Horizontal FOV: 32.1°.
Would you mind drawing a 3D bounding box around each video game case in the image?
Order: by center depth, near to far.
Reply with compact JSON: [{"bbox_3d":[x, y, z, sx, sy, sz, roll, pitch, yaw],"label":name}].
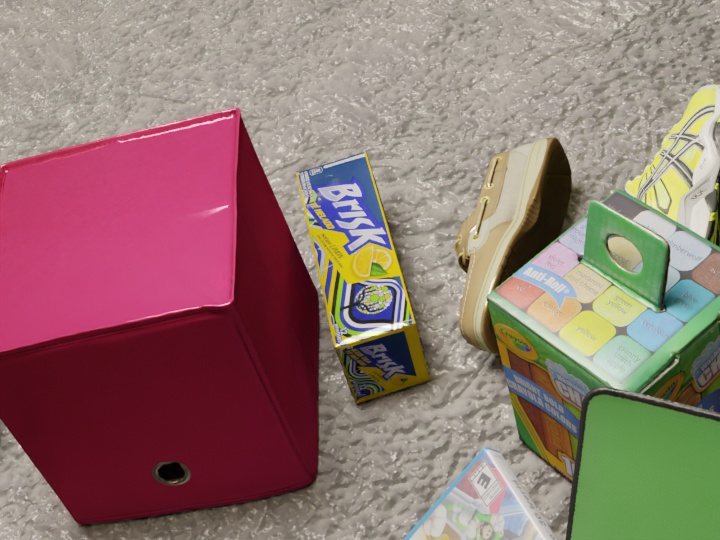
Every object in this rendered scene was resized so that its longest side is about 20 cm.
[{"bbox_3d":[0.079,0.224,0.733,0.143,0.018,0.200,-51,43,18],"label":"video game case"}]

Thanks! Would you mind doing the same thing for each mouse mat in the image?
[{"bbox_3d":[0.187,0.174,0.694,0.160,0.202,0.008,12,17,29],"label":"mouse mat"}]

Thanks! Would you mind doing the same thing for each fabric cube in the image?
[{"bbox_3d":[-0.148,0.037,0.915,0.194,0.200,0.201,-11,46,8],"label":"fabric cube"}]

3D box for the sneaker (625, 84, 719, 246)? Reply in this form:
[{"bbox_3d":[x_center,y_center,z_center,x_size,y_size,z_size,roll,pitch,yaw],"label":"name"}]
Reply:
[{"bbox_3d":[0.244,-0.071,0.962,0.076,0.076,0.201,5,49,23],"label":"sneaker"}]

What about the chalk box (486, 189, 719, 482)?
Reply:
[{"bbox_3d":[0.169,0.046,0.790,0.124,0.201,0.125,-37,47,-16],"label":"chalk box"}]

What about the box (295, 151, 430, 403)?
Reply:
[{"bbox_3d":[0.000,0.000,0.986,0.064,0.070,0.201,-16,45,1],"label":"box"}]

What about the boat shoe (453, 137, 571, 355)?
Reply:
[{"bbox_3d":[0.110,-0.018,0.971,0.066,0.074,0.201,-4,45,34],"label":"boat shoe"}]
